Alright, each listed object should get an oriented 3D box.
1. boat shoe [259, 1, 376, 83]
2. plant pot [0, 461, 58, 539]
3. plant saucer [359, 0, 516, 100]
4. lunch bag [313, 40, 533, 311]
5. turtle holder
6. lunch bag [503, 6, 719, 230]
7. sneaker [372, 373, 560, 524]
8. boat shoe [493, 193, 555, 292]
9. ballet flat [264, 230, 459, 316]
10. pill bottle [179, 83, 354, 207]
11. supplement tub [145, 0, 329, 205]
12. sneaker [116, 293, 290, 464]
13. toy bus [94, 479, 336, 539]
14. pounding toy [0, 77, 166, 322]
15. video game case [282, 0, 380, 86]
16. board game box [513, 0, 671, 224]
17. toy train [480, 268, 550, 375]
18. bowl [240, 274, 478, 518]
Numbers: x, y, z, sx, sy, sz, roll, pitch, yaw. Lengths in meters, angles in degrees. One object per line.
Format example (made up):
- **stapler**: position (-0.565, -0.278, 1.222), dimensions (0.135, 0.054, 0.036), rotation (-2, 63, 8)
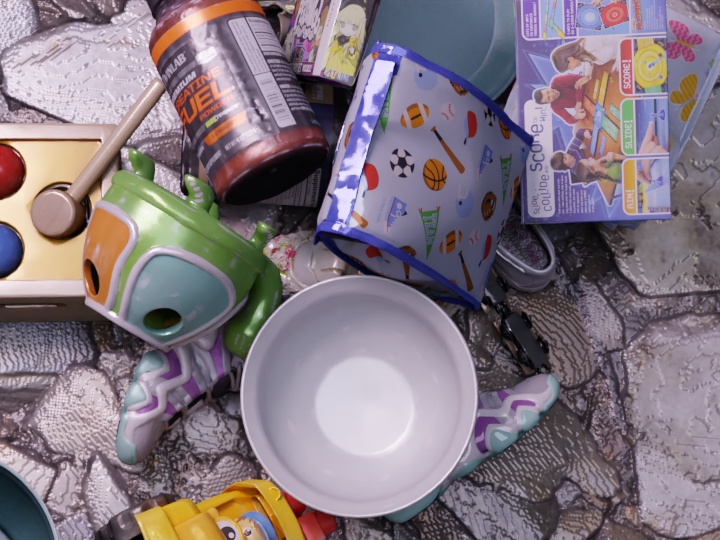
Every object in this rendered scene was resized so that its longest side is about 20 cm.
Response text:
- **boat shoe**: position (-0.078, -0.218, 1.537), dimensions (0.200, 0.060, 0.073), rotation (-5, 77, -7)
- **plant pot**: position (-0.343, 0.254, 1.352), dimensions (0.199, 0.134, 0.202), rotation (1, 76, -5)
- **plant saucer**: position (0.067, -0.243, 1.546), dimensions (0.199, 0.036, 0.201), rotation (-1, 93, -23)
- **lunch bag**: position (0.040, -0.079, 1.367), dimensions (0.123, 0.200, 0.171), rotation (11, 80, 30)
- **turtle holder**: position (-0.152, -0.002, 1.357), dimensions (0.141, 0.185, 0.132), rotation (27, 83, 28)
- **lunch bag**: position (0.229, -0.156, 1.524), dimensions (0.169, 0.127, 0.201), rotation (28, 81, 3)
- **sneaker**: position (0.070, 0.117, 1.460), dimensions (0.200, 0.078, 0.140), rotation (-35, 83, -13)
- **boat shoe**: position (0.110, -0.067, 1.515), dimensions (0.072, 0.069, 0.201), rotation (-31, 81, -12)
- **ballet flat**: position (0.000, 0.000, 1.490), dimensions (0.199, 0.064, 0.076), rotation (10, 76, -3)
- **pill bottle**: position (-0.062, -0.115, 1.487), dimensions (0.199, 0.112, 0.113), rotation (4, 75, -5)
- **supplement tub**: position (-0.112, -0.163, 1.382), dimensions (0.106, 0.107, 0.201), rotation (-24, 76, -11)
- **sneaker**: position (-0.122, 0.097, 1.438), dimensions (0.139, 0.078, 0.201), rotation (23, 75, 0)
- **toy bus**: position (-0.106, 0.235, 1.356), dimensions (0.191, 0.200, 0.136), rotation (-23, 81, -19)
- **pounding toy**: position (-0.269, -0.060, 1.435), dimensions (0.199, 0.142, 0.185), rotation (-1, 76, -6)
- **video game case**: position (-0.017, -0.251, 1.413), dimensions (0.036, 0.200, 0.182), rotation (16, 94, -15)
- **board game box**: position (0.206, -0.144, 1.445), dimensions (0.134, 0.034, 0.201), rotation (-1, 97, 9)
- **toy train**: position (0.112, 0.012, 1.497), dimensions (0.034, 0.046, 0.201), rotation (-33, 90, -18)
- **bowl**: position (0.002, 0.111, 1.386), dimensions (0.200, 0.090, 0.202), rotation (-1, 79, 5)
